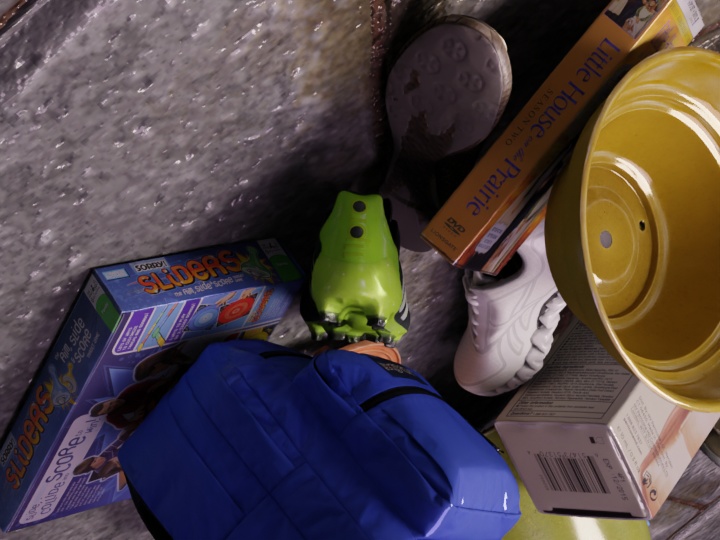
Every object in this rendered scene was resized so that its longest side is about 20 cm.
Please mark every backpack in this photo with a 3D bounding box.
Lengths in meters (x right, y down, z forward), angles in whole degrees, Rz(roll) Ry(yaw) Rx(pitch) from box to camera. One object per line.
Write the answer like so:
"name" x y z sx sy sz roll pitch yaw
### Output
"backpack" -0.022 0.124 1.158 0.168 0.200 0.162 -51 151 7

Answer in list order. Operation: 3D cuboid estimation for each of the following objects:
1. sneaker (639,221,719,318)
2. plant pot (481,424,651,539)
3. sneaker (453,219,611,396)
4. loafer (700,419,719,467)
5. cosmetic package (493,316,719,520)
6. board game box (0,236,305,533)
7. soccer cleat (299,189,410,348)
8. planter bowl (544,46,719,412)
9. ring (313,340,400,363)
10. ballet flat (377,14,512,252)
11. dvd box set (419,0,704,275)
"sneaker" 0.192 -0.041 1.246 0.074 0.200 0.085 -12 138 -12
"plant pot" 0.144 0.208 1.533 0.187 0.200 0.187 -29 175 -3
"sneaker" 0.099 0.015 1.372 0.081 0.075 0.200 4 143 -23
"loafer" 0.398 0.141 1.972 0.200 0.075 0.070 -17 138 -44
"cosmetic package" 0.195 0.078 1.436 0.200 0.103 0.087 -48 121 -37
"board game box" -0.129 0.068 1.195 0.135 0.035 0.200 -11 145 -43
"soccer cleat" 0.000 0.000 1.196 0.067 0.081 0.200 6 172 -1
"planter bowl" 0.163 -0.020 1.145 0.200 0.201 0.083 -12 -176 -41
"ring" -0.055 0.113 1.372 0.200 0.019 0.201 -34 158 -16
"ballet flat" 0.047 -0.081 1.141 0.046 0.067 0.200 -54 167 -32
"dvd box set" 0.120 -0.084 1.176 0.200 0.029 0.146 -50 168 6
